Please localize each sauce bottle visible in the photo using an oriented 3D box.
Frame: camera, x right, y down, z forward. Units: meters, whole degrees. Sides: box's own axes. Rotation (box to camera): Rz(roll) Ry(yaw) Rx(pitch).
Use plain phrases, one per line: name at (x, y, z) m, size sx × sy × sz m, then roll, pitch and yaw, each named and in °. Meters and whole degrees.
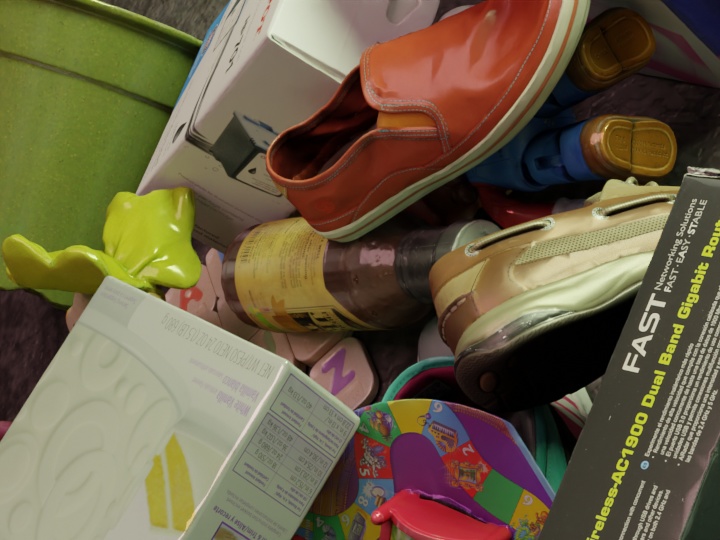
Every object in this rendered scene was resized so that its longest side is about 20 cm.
sauce bottle at (0.000, 0.000, 0.862) m, size 0.199 × 0.064 × 0.065 m, roll -4°, pitch 61°, yaw 56°

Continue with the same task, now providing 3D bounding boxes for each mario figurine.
mario figurine at (0.088, -0.074, 0.845) m, size 0.199 × 0.105 × 0.125 m, roll -11°, pitch 54°, yaw 58°

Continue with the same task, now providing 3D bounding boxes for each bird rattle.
bird rattle at (-0.119, 0.058, 0.941) m, size 0.202 × 0.112 × 0.163 m, roll 63°, pitch 154°, yaw 6°

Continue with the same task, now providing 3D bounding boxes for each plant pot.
plant pot at (-0.204, -0.077, 1.095) m, size 0.199 × 0.199 × 0.192 m, roll 13°, pitch 86°, yaw 49°

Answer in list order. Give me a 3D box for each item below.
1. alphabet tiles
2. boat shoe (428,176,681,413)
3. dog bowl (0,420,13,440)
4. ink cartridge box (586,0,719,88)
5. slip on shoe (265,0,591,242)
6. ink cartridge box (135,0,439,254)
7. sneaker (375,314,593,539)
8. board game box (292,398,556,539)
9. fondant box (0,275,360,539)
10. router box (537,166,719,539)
alphabet tiles at (-0.060, 0.040, 0.980) m, size 0.200 × 0.015 × 0.196 m, roll -43°, pitch 41°, yaw 18°
boat shoe at (0.121, -0.008, 0.700) m, size 0.198 × 0.076 × 0.074 m, roll -16°, pitch 53°, yaw -19°
dog bowl at (-0.223, 0.183, 1.007) m, size 0.199 × 0.074 × 0.202 m, roll -26°, pitch 48°, yaw 32°
ink cartridge box at (0.113, -0.151, 0.784) m, size 0.199 × 0.196 × 0.044 m, roll 21°, pitch 81°, yaw 51°
slip on shoe at (0.030, -0.084, 0.775) m, size 0.199 × 0.061 × 0.075 m, roll -35°, pitch 38°, yaw 35°
ink cartridge box at (-0.038, -0.117, 0.942) m, size 0.200 × 0.085 × 0.148 m, roll -43°, pitch 24°, yaw 54°
sneaker at (0.051, 0.066, 0.762) m, size 0.084 × 0.120 × 0.200 m, roll -48°, pitch 39°, yaw 10°
board game box at (0.031, 0.155, 0.691) m, size 0.158 × 0.039 × 0.201 m, roll -36°, pitch 84°, yaw 33°
fondant box at (-0.109, 0.116, 0.718) m, size 0.144 × 0.058 × 0.201 m, roll 20°, pitch 76°, yaw 47°
router box at (0.148, 0.084, 0.625) m, size 0.062 × 0.149 × 0.202 m, roll 10°, pitch 73°, yaw 48°
